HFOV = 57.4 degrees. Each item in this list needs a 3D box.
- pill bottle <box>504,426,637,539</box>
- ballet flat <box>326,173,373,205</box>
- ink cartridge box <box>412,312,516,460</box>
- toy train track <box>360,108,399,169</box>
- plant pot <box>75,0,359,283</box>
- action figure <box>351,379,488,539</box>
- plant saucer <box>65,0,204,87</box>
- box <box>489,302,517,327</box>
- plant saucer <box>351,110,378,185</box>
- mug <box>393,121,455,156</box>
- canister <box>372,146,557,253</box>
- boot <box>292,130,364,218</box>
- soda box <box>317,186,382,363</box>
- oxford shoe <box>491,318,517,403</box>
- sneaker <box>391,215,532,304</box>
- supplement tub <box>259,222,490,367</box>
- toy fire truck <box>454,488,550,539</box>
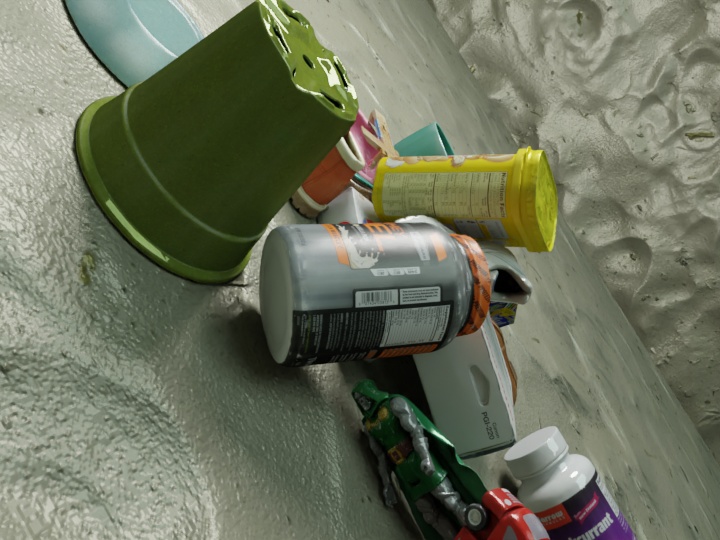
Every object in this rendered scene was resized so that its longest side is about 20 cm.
[{"bbox_3d":[0.272,0.312,0.849,0.202,0.111,0.111,59,25,7],"label":"pill bottle"},{"bbox_3d":[0.022,-0.080,0.909,0.198,0.068,0.068,23,14,-44],"label":"ballet flat"},{"bbox_3d":[0.123,0.110,0.773,0.200,0.083,0.149,-37,109,-78],"label":"ink cartridge box"},{"bbox_3d":[0.030,-0.182,0.975,0.114,0.032,0.202,35,26,-27],"label":"toy train track"},{"bbox_3d":[-0.106,-0.125,0.572,0.200,0.188,0.202,41,29,-29],"label":"plant pot"},{"bbox_3d":[0.055,0.190,0.625,0.054,0.118,0.201,-18,67,-52],"label":"action figure"},{"bbox_3d":[-0.217,-0.255,0.703,0.201,0.038,0.203,42,29,-29],"label":"plant saucer"},{"bbox_3d":[0.200,0.038,1.009,0.200,0.063,0.072,58,16,-70],"label":"box"},{"bbox_3d":[-0.032,-0.195,0.965,0.200,0.050,0.203,43,28,-30],"label":"plant saucer"},{"bbox_3d":[0.110,-0.129,1.062,0.152,0.113,0.189,19,49,-69],"label":"mug"},{"bbox_3d":[0.128,-0.083,0.799,0.148,0.196,0.089,39,59,-59],"label":"canister"},{"bbox_3d":[-0.061,-0.178,0.826,0.074,0.107,0.203,11,49,-55],"label":"boot"},{"bbox_3d":[0.000,0.000,0.774,0.068,0.063,0.203,35,32,-39],"label":"soda box"},{"bbox_3d":[0.173,0.128,0.917,0.201,0.070,0.072,54,27,-28],"label":"oxford shoe"},{"bbox_3d":[0.107,-0.009,0.734,0.196,0.076,0.087,9,16,-19],"label":"sneaker"},{"bbox_3d":[0.013,0.018,0.607,0.196,0.123,0.124,-3,55,-23],"label":"supplement tub"},{"bbox_3d":[0.102,0.295,0.513,0.048,0.202,0.141,25,10,-48],"label":"toy fire truck"}]
